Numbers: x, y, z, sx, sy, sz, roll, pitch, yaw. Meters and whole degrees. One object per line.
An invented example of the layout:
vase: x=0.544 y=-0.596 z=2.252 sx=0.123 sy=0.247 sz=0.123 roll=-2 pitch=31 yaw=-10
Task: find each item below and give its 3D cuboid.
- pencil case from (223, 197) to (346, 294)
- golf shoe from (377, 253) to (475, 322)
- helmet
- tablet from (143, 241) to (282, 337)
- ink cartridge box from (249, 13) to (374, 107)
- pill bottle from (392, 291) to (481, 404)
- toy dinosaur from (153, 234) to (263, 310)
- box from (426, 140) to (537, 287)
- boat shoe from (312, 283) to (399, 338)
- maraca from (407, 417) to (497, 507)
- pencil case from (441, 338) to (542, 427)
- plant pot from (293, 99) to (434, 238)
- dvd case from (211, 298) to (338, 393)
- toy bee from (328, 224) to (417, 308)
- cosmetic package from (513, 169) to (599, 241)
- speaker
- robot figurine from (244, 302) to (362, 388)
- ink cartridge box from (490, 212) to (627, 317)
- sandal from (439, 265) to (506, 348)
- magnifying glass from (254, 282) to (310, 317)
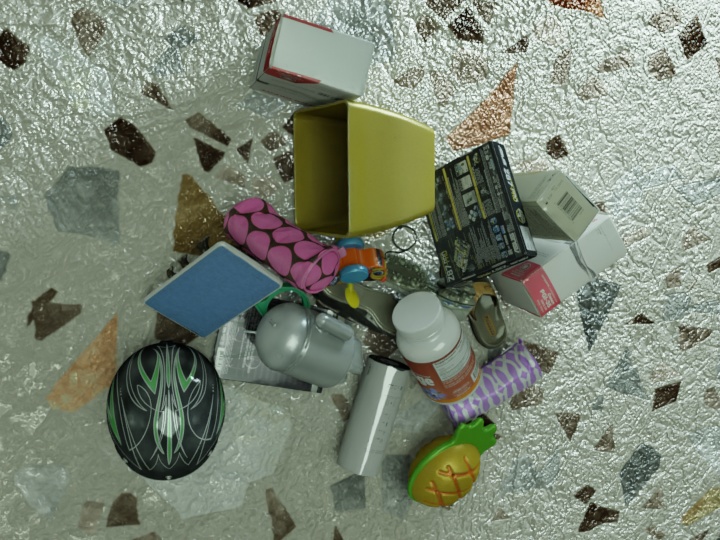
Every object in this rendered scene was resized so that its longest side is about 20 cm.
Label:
pencil case: x=-0.120 y=-0.044 z=1.205 sx=0.094 sy=0.200 sz=0.091 roll=-49 pitch=152 yaw=-14
golf shoe: x=0.098 y=0.043 z=1.349 sx=0.199 sy=0.078 sz=0.097 roll=22 pitch=130 yaw=2
helmet: x=-0.300 y=0.214 z=1.198 sx=0.199 sy=0.191 sz=0.201 roll=-2 pitch=98 yaw=-15
tablet: x=-0.233 y=0.033 z=1.209 sx=0.200 sy=0.014 sz=0.130 roll=-33 pitch=128 yaw=30
ink cartridge box: x=-0.080 y=-0.312 z=1.184 sx=0.146 sy=0.200 sz=0.083 roll=13 pitch=91 yaw=-17
pill bottle: x=0.127 y=0.131 z=1.313 sx=0.112 sy=0.112 sz=0.200 roll=-37 pitch=131 yaw=-8
toy dinosaur: x=-0.247 y=0.010 z=1.246 sx=0.200 sy=0.077 sz=0.102 roll=-43 pitch=99 yaw=-9
box: x=0.189 y=-0.090 z=1.279 sx=0.049 sy=0.161 sz=0.201 roll=4 pitch=66 yaw=-52
boat shoe: x=0.003 y=0.062 z=1.341 sx=0.200 sy=0.057 sz=0.067 roll=30 pitch=61 yaw=-21
maraca: x=0.164 y=0.343 z=1.383 sx=0.200 sy=0.107 sz=0.137 roll=-50 pitch=135 yaw=11
pencil case: x=0.233 y=0.205 z=1.402 sx=0.199 sy=0.084 sz=0.086 roll=-30 pitch=92 yaw=-9
plant pot: x=0.012 y=-0.159 z=1.241 sx=0.176 sy=0.200 sz=0.201 roll=-3 pitch=97 yaw=-28
dvd case: x=-0.147 y=0.124 z=1.321 sx=0.199 sy=0.016 sz=0.149 roll=11 pitch=94 yaw=-16
toy bee: x=0.000 y=0.000 z=1.257 sx=0.199 sy=0.109 sz=0.132 roll=6 pitch=70 yaw=20
cosmetic package: x=0.301 y=-0.111 z=1.317 sx=0.105 sy=0.200 sz=0.071 roll=42 pitch=82 yaw=-18
speaker: x=0.022 y=0.255 z=1.353 sx=0.081 sy=0.081 sz=0.201 roll=15 pitch=93 yaw=-17
robot figurine: x=-0.088 y=0.122 z=1.257 sx=0.200 sy=0.113 sz=0.169 roll=26 pitch=132 yaw=-34
ink cartridge box: x=0.346 y=-0.018 z=1.370 sx=0.200 sy=0.146 sz=0.083 roll=-34 pitch=106 yaw=-8
sandal: x=0.212 y=0.058 z=1.391 sx=0.081 sy=0.055 sz=0.201 roll=-28 pitch=104 yaw=-10
magnifying glass: x=-0.166 y=0.038 z=1.253 sx=0.200 sy=0.022 sz=0.080 roll=29 pitch=103 yaw=-33
